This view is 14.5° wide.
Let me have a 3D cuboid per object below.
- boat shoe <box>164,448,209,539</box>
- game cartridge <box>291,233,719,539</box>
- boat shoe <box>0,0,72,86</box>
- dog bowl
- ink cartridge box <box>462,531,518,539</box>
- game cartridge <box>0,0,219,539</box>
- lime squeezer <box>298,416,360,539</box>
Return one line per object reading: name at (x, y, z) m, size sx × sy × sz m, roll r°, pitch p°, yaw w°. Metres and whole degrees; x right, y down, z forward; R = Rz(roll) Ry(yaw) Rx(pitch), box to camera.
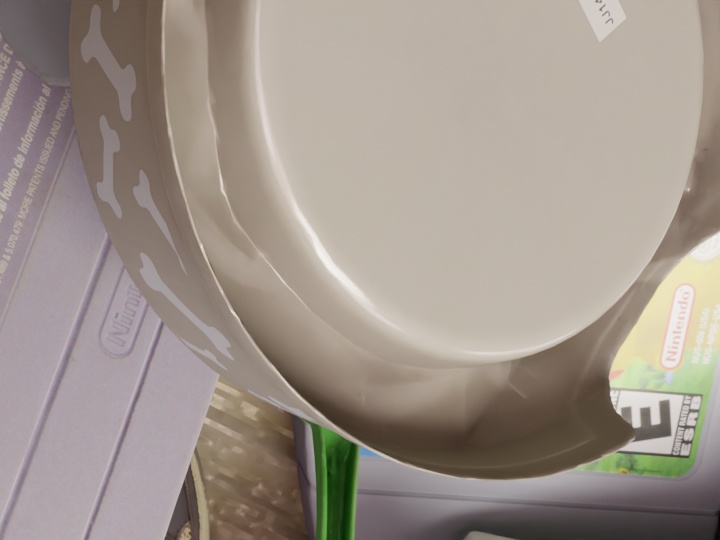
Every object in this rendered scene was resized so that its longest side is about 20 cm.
boat shoe at (-0.079, 0.098, 0.772) m, size 0.074 × 0.073 × 0.200 m, roll -9°, pitch 91°, yaw 8°
game cartridge at (0.049, 0.007, 0.806) m, size 0.133 × 0.040 × 0.200 m, roll 5°, pitch 112°, yaw -8°
boat shoe at (-0.061, -0.150, 0.694) m, size 0.086 × 0.075 × 0.202 m, roll -17°, pitch 101°, yaw -38°
dog bowl at (0.018, -0.050, 0.674) m, size 0.200 × 0.059 × 0.200 m, roll -1°, pitch 91°, yaw -40°
ink cartridge box at (0.123, 0.158, 0.800) m, size 0.200 × 0.050 × 0.161 m, roll 11°, pitch 137°, yaw 28°
game cartridge at (-0.091, -0.008, 0.710) m, size 0.130 × 0.038 × 0.200 m, roll 26°, pitch 63°, yaw -16°
lime squeezer at (0.000, 0.000, 0.744) m, size 0.038 × 0.071 × 0.200 m, roll 12°, pitch 81°, yaw 4°
